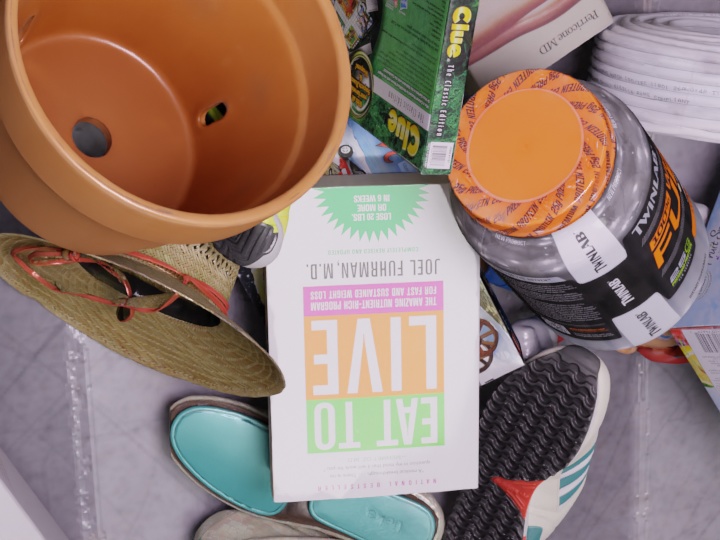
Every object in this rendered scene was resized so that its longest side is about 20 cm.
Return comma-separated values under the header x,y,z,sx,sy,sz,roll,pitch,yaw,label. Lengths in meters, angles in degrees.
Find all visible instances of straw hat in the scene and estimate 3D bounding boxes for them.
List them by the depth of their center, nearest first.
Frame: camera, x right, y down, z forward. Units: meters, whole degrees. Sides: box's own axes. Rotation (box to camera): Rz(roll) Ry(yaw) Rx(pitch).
x,y,z,sx,sy,sz,roll,pitch,yaw,label
-0.120,-0.007,1.456,0.201,0.201,0.085,34,69,-28,straw hat

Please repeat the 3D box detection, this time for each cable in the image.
x,y,z,sx,sy,sz,roll,pitch,yaw,label
0.240,-0.120,1.510,0.200,0.199,0.069,-16,113,-58,cable

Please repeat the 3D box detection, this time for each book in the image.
x,y,z,sx,sy,sz,roll,pitch,yaw,label
0.008,0.040,1.498,0.133,0.048,0.201,-2,107,-3,book

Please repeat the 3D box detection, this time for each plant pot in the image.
x,y,z,sx,sy,sz,roll,pitch,yaw,label
-0.125,-0.095,1.322,0.200,0.140,0.201,12,65,-27,plant pot

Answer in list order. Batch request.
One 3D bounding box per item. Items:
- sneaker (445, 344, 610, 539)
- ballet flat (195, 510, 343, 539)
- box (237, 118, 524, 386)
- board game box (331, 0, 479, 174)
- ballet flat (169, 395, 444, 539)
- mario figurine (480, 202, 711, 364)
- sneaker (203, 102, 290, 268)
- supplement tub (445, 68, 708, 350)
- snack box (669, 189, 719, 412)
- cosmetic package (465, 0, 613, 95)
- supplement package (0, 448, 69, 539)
x,y,z,sx,sy,sz,roll,pitch,yaw,label
0.122,0.114,1.608,0.093,0.070,0.200,-38,155,-49,sneaker
-0.016,0.206,1.611,0.199,0.062,0.068,10,110,-24,ballet flat
0.000,0.000,1.523,0.136,0.038,0.200,-26,109,7,box
0.012,-0.135,1.419,0.023,0.200,0.105,3,109,-25,board game box
-0.039,0.135,1.582,0.200,0.062,0.068,27,100,-10,ballet flat
0.160,0.008,1.582,0.200,0.106,0.123,21,138,-19,mario figurine
-0.054,-0.096,1.433,0.076,0.075,0.201,15,65,-41,sneaker
0.127,-0.037,1.434,0.123,0.123,0.200,-46,151,1,supplement tub
0.291,0.034,1.604,0.200,0.068,0.169,53,49,-37,snack box
0.059,-0.215,1.470,0.103,0.087,0.200,-35,118,-6,cosmetic package
-0.252,0.173,1.483,0.120,0.121,0.200,-34,118,-5,supplement package
